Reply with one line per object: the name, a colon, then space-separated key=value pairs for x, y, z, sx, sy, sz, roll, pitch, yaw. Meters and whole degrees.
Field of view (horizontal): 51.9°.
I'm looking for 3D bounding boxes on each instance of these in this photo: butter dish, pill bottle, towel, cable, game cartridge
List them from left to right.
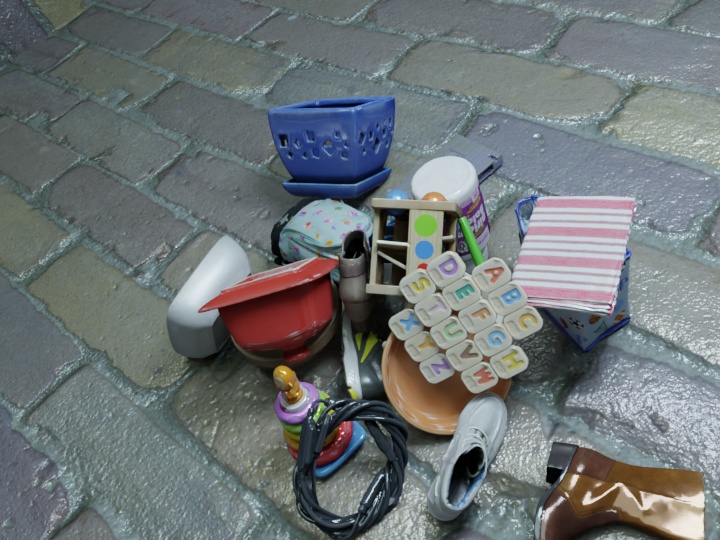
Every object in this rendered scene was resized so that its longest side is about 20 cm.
butter dish: x=-0.120 y=0.073 z=1.160 sx=0.199 sy=0.148 sz=0.199 roll=-16 pitch=6 yaw=13
cable: x=-0.013 y=0.284 z=1.062 sx=0.163 sy=0.051 sz=0.201 roll=7 pitch=85 yaw=-14
game cartridge: x=0.169 y=-0.184 z=1.468 sx=0.200 sy=0.038 sz=0.130 roll=-41 pitch=43 yaw=-15
pill bottle: x=0.161 y=-0.087 z=1.264 sx=0.112 sy=0.200 sz=0.113 roll=-12 pitch=47 yaw=13
towel: x=0.299 y=-0.026 z=1.041 sx=0.146 sy=0.030 sz=0.200 roll=5 pitch=56 yaw=29

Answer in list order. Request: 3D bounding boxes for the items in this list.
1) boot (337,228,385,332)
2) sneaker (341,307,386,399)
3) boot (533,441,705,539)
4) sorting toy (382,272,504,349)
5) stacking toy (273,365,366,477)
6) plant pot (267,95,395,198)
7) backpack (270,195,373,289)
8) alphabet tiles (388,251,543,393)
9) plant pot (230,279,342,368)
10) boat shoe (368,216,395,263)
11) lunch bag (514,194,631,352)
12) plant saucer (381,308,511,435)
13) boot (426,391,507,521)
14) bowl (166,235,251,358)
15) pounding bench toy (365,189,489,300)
boot: x=0.000 y=0.000 z=1.216 sx=0.070 sy=0.147 sz=0.200 roll=-6 pitch=29 yaw=4
sneaker: x=0.011 y=0.137 z=1.230 sx=0.084 sy=0.075 sz=0.200 roll=-1 pitch=46 yaw=-4
boot: x=0.327 y=0.323 z=0.940 sx=0.199 sy=0.069 sz=0.189 roll=10 pitch=47 yaw=21
sorting toy: x=0.149 y=0.074 z=1.204 sx=0.179 sy=0.107 sz=0.200 roll=5 pitch=52 yaw=18
stacking toy: x=-0.084 y=0.207 z=1.102 sx=0.110 sy=0.200 sz=0.116 roll=-40 pitch=46 yaw=-15
plant pot: x=-0.049 y=-0.246 z=1.482 sx=0.199 sy=0.180 sz=0.200 roll=5 pitch=21 yaw=26
backpack: x=-0.058 y=-0.055 z=1.382 sx=0.200 sy=0.127 sz=0.167 roll=28 pitch=61 yaw=35
alphabet tiles: x=0.144 y=0.075 z=1.036 sx=0.195 sy=0.200 sz=0.015 roll=-31 pitch=8 yaw=25
plant pot: x=-0.118 y=0.097 z=1.293 sx=0.200 sy=0.093 sz=0.201 roll=-12 pitch=48 yaw=13
boat shoe: x=0.061 y=-0.054 z=1.290 sx=0.084 sy=0.200 sz=0.069 roll=-34 pitch=72 yaw=17
lunch bag: x=0.319 y=-0.008 z=1.147 sx=0.124 sy=0.170 sz=0.200 roll=-32 pitch=47 yaw=-10
plant saucer: x=0.128 y=0.143 z=1.111 sx=0.200 sy=0.201 sz=0.037 roll=-30 pitch=3 yaw=-5
boot: x=0.160 y=0.250 z=1.022 sx=0.073 sy=0.096 sz=0.200 roll=28 pitch=66 yaw=3
bowl: x=-0.258 y=0.061 z=1.331 sx=0.074 sy=0.200 sz=0.200 roll=28 pitch=62 yaw=10
pounding bench toy: x=0.120 y=-0.037 z=1.109 sx=0.199 sy=0.124 sz=0.157 roll=4 pitch=89 yaw=12
